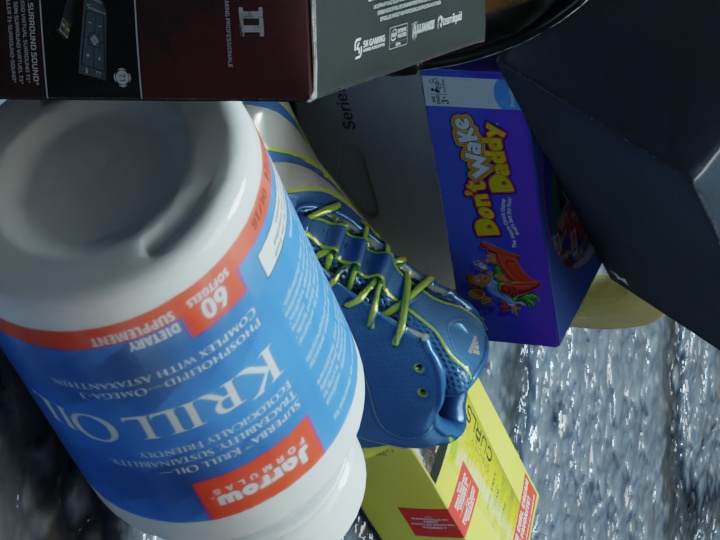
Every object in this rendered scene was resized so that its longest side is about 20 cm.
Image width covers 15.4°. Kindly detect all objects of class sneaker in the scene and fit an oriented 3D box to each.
[{"bbox_3d":[0.000,0.000,1.104,0.201,0.104,0.076,73,29,-42],"label":"sneaker"}]

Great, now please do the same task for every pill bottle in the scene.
[{"bbox_3d":[-0.061,0.026,0.941,0.200,0.112,0.113,64,36,-50],"label":"pill bottle"}]

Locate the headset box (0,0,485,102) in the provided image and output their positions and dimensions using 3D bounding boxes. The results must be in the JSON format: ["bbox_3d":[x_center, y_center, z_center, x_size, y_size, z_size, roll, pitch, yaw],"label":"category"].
[{"bbox_3d":[-0.060,-0.096,0.806,0.149,0.199,0.078,-29,119,-66],"label":"headset box"}]

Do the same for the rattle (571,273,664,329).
[{"bbox_3d":[0.145,-0.037,1.340,0.131,0.199,0.143,74,29,-42],"label":"rattle"}]

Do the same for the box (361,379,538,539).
[{"bbox_3d":[0.034,0.093,1.283,0.200,0.050,0.076,63,36,-53],"label":"box"}]

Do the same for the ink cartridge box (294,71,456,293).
[{"bbox_3d":[0.047,-0.106,1.237,0.147,0.084,0.201,72,30,-42],"label":"ink cartridge box"}]

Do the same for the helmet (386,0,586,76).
[{"bbox_3d":[0.015,-0.194,0.998,0.200,0.199,0.191,56,17,-58],"label":"helmet"}]

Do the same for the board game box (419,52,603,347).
[{"bbox_3d":[0.089,-0.080,1.172,0.200,0.045,0.135,-57,145,-49],"label":"board game box"}]

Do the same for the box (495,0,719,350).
[{"bbox_3d":[0.172,-0.081,1.088,0.182,0.104,0.200,-50,148,-8],"label":"box"}]
